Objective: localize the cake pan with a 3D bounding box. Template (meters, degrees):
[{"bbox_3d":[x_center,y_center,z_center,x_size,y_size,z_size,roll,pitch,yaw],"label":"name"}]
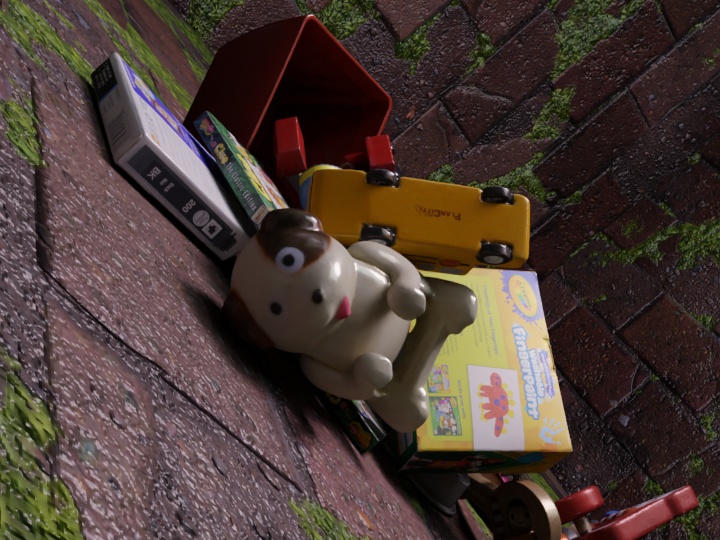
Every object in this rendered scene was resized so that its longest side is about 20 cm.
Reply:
[{"bbox_3d":[0.055,0.178,1.019,0.201,0.037,0.200,51,5,-6],"label":"cake pan"}]

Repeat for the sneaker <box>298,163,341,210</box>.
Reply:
[{"bbox_3d":[0.016,-0.056,1.044,0.198,0.066,0.079,14,47,-35],"label":"sneaker"}]

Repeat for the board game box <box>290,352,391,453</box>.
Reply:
[{"bbox_3d":[-0.042,0.084,0.887,0.201,0.023,0.105,53,7,8],"label":"board game box"}]

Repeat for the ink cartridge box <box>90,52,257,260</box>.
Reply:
[{"bbox_3d":[-0.171,-0.096,0.888,0.200,0.043,0.199,46,7,-38],"label":"ink cartridge box"}]

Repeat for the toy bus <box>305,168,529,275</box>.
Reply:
[{"bbox_3d":[0.049,-0.040,0.824,0.078,0.196,0.066,116,-20,-68],"label":"toy bus"}]

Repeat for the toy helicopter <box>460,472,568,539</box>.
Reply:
[{"bbox_3d":[0.154,0.252,1.018,0.199,0.078,0.135,22,-65,62],"label":"toy helicopter"}]

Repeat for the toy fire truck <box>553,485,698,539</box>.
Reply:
[{"bbox_3d":[0.277,0.312,1.062,0.200,0.166,0.113,-50,-122,52],"label":"toy fire truck"}]

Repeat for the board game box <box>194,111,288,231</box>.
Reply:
[{"bbox_3d":[-0.099,-0.073,0.919,0.105,0.023,0.201,40,12,-49],"label":"board game box"}]

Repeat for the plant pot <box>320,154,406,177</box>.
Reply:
[{"bbox_3d":[-0.011,-0.051,1.284,0.201,0.199,0.177,53,14,26],"label":"plant pot"}]

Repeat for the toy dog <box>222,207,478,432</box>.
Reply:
[{"bbox_3d":[-0.021,0.023,0.762,0.193,0.141,0.199,38,6,36],"label":"toy dog"}]

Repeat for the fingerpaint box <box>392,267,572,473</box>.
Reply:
[{"bbox_3d":[0.112,0.101,0.940,0.074,0.164,0.203,119,-31,-56],"label":"fingerpaint box"}]

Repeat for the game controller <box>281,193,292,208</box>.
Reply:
[{"bbox_3d":[-0.073,-0.044,1.099,0.103,0.043,0.200,31,-6,0],"label":"game controller"}]

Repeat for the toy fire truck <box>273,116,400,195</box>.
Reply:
[{"bbox_3d":[-0.023,-0.103,1.080,0.201,0.139,0.049,81,0,-57],"label":"toy fire truck"}]

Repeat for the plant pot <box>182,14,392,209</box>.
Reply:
[{"bbox_3d":[-0.108,-0.188,1.164,0.175,0.202,0.199,16,-13,40],"label":"plant pot"}]

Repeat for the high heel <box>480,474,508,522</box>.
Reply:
[{"bbox_3d":[0.152,0.253,1.163,0.201,0.067,0.096,53,-7,-25],"label":"high heel"}]
